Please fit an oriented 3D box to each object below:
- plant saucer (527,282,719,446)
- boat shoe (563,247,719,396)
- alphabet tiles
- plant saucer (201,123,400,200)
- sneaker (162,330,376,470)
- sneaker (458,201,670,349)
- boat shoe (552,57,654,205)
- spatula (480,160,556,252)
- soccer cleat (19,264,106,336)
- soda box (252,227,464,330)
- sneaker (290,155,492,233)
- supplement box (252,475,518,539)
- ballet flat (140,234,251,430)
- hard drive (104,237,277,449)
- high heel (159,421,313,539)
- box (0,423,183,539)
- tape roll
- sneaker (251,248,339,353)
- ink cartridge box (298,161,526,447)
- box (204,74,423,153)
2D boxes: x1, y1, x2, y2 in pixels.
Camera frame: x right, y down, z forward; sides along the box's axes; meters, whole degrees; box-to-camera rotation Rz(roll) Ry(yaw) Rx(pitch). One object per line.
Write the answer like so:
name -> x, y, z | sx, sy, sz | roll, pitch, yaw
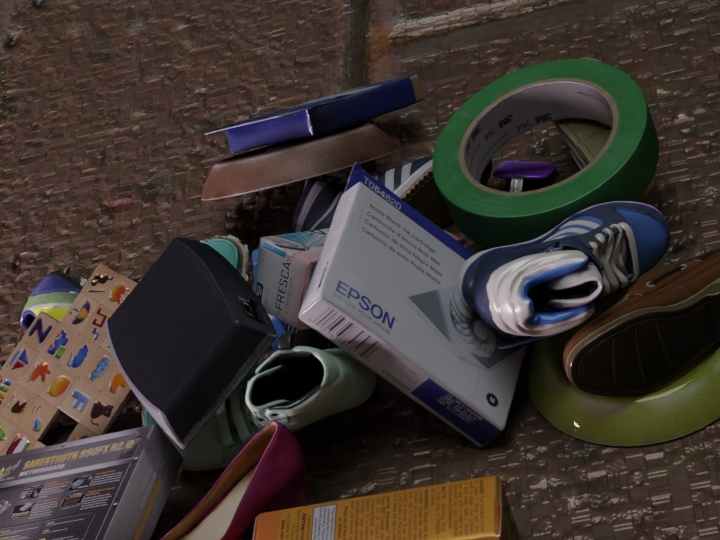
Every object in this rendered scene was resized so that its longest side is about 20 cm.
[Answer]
plant saucer -> 0.233, 0.063, 1.591 | 0.199, 0.031, 0.201 | -13, 38, 10
boat shoe -> 0.243, 0.039, 1.542 | 0.199, 0.072, 0.068 | -21, 32, -17
alphabet tiles -> -0.262, 0.092, 1.731 | 0.167, 0.008, 0.201 | 26, 79, 44
plant saucer -> -0.061, -0.108, 1.847 | 0.199, 0.035, 0.200 | -13, 7, 2
sneaker -> -0.096, 0.107, 1.576 | 0.199, 0.118, 0.074 | -24, 75, 16
sneaker -> 0.187, 0.004, 1.546 | 0.199, 0.081, 0.146 | -16, 14, -15
boat shoe -> 0.224, -0.124, 1.791 | 0.074, 0.069, 0.201 | -21, 39, 6
spatula -> 0.139, -0.059, 1.760 | 0.056, 0.021, 0.200 | 2, 33, 16
soccer cleat -> -0.248, 0.065, 1.787 | 0.200, 0.065, 0.084 | 30, 79, 43
soda box -> 0.000, 0.000, 1.666 | 0.068, 0.064, 0.199 | 24, 22, 39
sneaker -> 0.023, -0.073, 1.817 | 0.200, 0.070, 0.108 | -37, 42, -16
supplement box -> 0.019, 0.216, 1.470 | 0.199, 0.067, 0.069 | -12, 38, 11
ballet flat -> -0.139, 0.066, 1.713 | 0.075, 0.064, 0.201 | 16, 74, 12
hard drive -> -0.150, 0.052, 1.607 | 0.135, 0.042, 0.200 | -50, 31, 4
high heel -> -0.128, 0.201, 1.527 | 0.199, 0.096, 0.067 | -28, 41, -11
box -> -0.259, 0.214, 1.578 | 0.199, 0.048, 0.159 | -14, 35, 28
tape roll -> 0.165, -0.104, 1.707 | 0.199, 0.048, 0.201 | -15, 42, 14
sneaker -> -0.045, 0.046, 1.709 | 0.077, 0.070, 0.201 | -18, 45, 0
ink cartridge box -> 0.056, 0.018, 1.604 | 0.041, 0.199, 0.201 | -40, 22, 40
box -> -0.046, -0.151, 1.886 | 0.121, 0.033, 0.199 | -8, 9, 45
